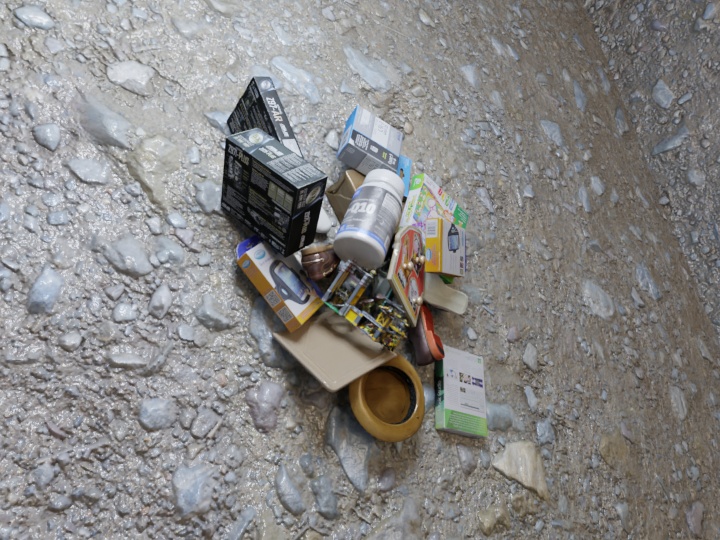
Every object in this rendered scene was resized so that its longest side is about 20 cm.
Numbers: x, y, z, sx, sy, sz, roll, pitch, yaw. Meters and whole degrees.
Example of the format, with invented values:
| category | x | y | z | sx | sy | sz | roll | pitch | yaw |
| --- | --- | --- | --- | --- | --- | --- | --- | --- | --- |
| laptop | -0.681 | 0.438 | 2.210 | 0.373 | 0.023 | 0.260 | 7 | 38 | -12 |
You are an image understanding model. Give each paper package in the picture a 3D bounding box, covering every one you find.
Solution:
| category | x | y | z | sx | sy | sz | roll | pitch | yaw |
| --- | --- | --- | --- | --- | --- | --- | --- | --- | --- |
| paper package | 0.044 | -0.160 | 1.285 | 0.199 | 0.103 | 0.192 | -23 | 82 | -41 |

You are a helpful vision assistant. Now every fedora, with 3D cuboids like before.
| category | x | y | z | sx | sy | sz | roll | pitch | yaw |
| --- | --- | --- | --- | --- | --- | --- | --- | --- | --- |
| fedora | 0.044 | 0.267 | 1.094 | 0.199 | 0.082 | 0.203 | 17 | 59 | -31 |

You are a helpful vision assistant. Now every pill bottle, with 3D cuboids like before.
| category | x | y | z | sx | sy | sz | roll | pitch | yaw |
| --- | --- | --- | --- | --- | --- | --- | --- | --- | --- |
| pill bottle | 0.025 | -0.112 | 1.111 | 0.113 | 0.113 | 0.202 | 34 | 56 | -20 |

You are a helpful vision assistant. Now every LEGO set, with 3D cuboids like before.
| category | x | y | z | sx | sy | sz | roll | pitch | yaw |
| --- | --- | --- | --- | --- | --- | --- | --- | --- | --- |
| LEGO set | 0.026 | 0.062 | 1.072 | 0.199 | 0.117 | 0.153 | 36 | 2 | 33 |

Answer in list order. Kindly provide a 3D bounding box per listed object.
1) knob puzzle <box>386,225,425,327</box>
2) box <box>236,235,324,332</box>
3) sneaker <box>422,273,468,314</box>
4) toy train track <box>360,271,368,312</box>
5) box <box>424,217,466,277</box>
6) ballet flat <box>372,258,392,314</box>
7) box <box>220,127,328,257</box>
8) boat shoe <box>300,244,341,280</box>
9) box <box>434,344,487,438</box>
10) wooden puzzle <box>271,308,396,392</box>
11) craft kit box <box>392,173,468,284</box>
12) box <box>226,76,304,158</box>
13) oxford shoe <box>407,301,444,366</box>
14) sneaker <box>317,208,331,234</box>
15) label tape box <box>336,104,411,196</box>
| category | x | y | z | sx | sy | sz | roll | pitch | yaw |
| --- | --- | --- | --- | --- | --- | --- | --- | --- | --- |
| knob puzzle | 0.117 | -0.009 | 1.123 | 0.219 | 0.030 | 0.223 | -2 | 90 | -65 |
| box | -0.162 | 0.012 | 1.056 | 0.201 | 0.041 | 0.119 | 54 | 32 | -6 |
| sneaker | 0.171 | 0.051 | 1.275 | 0.199 | 0.084 | 0.076 | 34 | 76 | -31 |
| toy train track | 0.000 | 0.000 | 1.181 | 0.032 | 0.114 | 0.203 | 0 | 90 | -32 |
| box | 0.203 | -0.048 | 1.214 | 0.199 | 0.041 | 0.121 | 11 | 80 | -62 |
| ballet flat | 0.062 | 0.026 | 1.248 | 0.063 | 0.068 | 0.201 | 28 | 48 | 10 |
| box | -0.175 | -0.154 | 1.022 | 0.199 | 0.165 | 0.086 | 36 | 42 | 22 |
| boat shoe | -0.080 | -0.018 | 1.107 | 0.200 | 0.069 | 0.071 | -27 | 102 | -75 |
| box | 0.243 | 0.295 | 1.268 | 0.143 | 0.036 | 0.202 | 21 | 56 | -29 |
| wooden puzzle | -0.052 | 0.157 | 1.052 | 0.199 | 0.038 | 0.184 | -17 | 42 | -43 |
| craft kit box | 0.176 | -0.098 | 1.274 | 0.199 | 0.048 | 0.200 | 32 | 69 | -37 |
| box | -0.206 | -0.278 | 1.109 | 0.043 | 0.160 | 0.202 | -15 | 78 | -39 |
| oxford shoe | 0.136 | 0.132 | 1.241 | 0.071 | 0.072 | 0.202 | 42 | 25 | -43 |
| sneaker | -0.131 | -0.168 | 1.175 | 0.201 | 0.072 | 0.072 | 52 | 46 | -7 |
| label tape box | 0.051 | -0.283 | 1.245 | 0.198 | 0.066 | 0.145 | 25 | 50 | -18 |
